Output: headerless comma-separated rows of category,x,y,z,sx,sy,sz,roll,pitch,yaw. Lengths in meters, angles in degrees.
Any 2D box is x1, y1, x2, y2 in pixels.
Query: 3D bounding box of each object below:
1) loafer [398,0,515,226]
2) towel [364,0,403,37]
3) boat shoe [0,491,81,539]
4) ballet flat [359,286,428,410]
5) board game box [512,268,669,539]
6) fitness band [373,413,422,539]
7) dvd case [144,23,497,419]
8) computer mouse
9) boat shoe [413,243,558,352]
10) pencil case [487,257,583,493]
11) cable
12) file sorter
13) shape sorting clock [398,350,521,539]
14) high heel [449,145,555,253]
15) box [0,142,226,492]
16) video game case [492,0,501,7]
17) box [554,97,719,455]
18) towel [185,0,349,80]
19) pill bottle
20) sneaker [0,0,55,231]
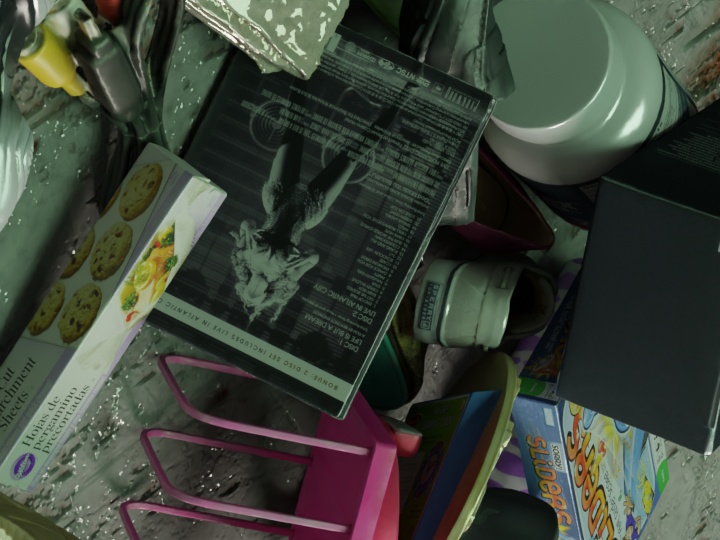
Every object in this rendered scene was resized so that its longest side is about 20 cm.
loafer,0.056,-0.120,1.660,0.070,0.068,0.202,7,111,-13
towel,0.070,-0.228,1.701,0.201,0.031,0.149,-60,142,-8
boat shoe,-0.194,0.163,1.548,0.200,0.072,0.065,36,100,-24
ballet flat,0.000,0.000,1.755,0.071,0.071,0.201,-46,139,-26
board game box,0.149,0.108,1.849,0.136,0.034,0.201,-57,147,-38
fitness band,-0.009,0.156,1.745,0.037,0.200,0.144,16,89,-11
dvd case,-0.032,-0.038,1.620,0.201,0.148,0.016,-64,167,-3
computer mouse,0.042,0.191,1.814,0.053,0.200,0.139,41,43,-18
boat shoe,0.090,0.019,1.815,0.200,0.069,0.071,-9,111,-75
pencil case,0.132,0.088,1.943,0.201,0.085,0.084,-58,-176,-9
cable,-0.128,-0.098,1.556,0.097,0.050,0.200,-41,147,-17
file sorter,-0.075,0.164,1.662,0.125,0.139,0.201,12,101,-15
shape sorting clock,0.043,0.140,1.752,0.039,0.200,0.201,24,90,-11
high heel,0.047,-0.073,1.735,0.200,0.096,0.068,37,76,-54
box,-0.147,0.026,1.565,0.200,0.041,0.039,-56,147,4
video game case,0.084,-0.235,1.757,0.182,0.023,0.200,-48,140,-23
box,0.217,-0.001,1.756,0.200,0.107,0.149,-31,137,-57
towel,-0.033,-0.217,1.586,0.132,0.034,0.201,36,79,-40
pill bottle,0.136,-0.103,1.783,0.120,0.119,0.200,-63,156,-4
sneaker,-0.216,-0.099,1.412,0.114,0.075,0.201,7,98,-52
